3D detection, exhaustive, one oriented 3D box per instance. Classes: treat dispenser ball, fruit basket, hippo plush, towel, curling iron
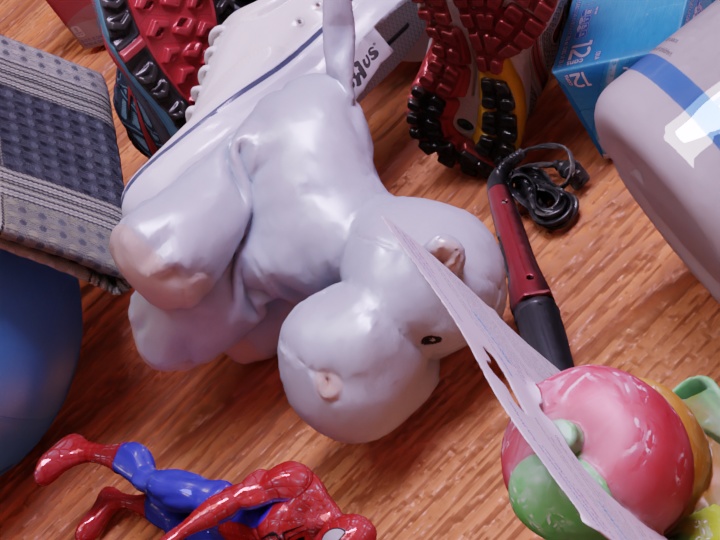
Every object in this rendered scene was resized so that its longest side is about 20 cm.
[{"bbox_3d":[-0.246,0.025,1.004,0.200,0.201,0.202,-22,39,20],"label":"treat dispenser ball"},{"bbox_3d":[0.092,0.083,0.668,0.094,0.200,0.185,-47,36,11],"label":"fruit basket"},{"bbox_3d":[0.000,0.000,0.913,0.161,0.159,0.200,38,83,26],"label":"hippo plush"},{"bbox_3d":[-0.210,-0.073,0.959,0.035,0.199,0.193,-54,31,27],"label":"towel"},{"bbox_3d":[0.088,0.009,0.890,0.049,0.026,0.201,-26,39,21],"label":"curling iron"}]

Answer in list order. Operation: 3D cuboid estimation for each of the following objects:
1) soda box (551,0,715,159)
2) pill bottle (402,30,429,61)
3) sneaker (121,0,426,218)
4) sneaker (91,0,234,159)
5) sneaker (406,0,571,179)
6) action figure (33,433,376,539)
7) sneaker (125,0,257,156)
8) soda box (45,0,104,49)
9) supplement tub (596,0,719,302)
[{"bbox_3d":[0.159,-0.154,0.971,0.067,0.064,0.201,-9,46,33],"label":"soda box"},{"bbox_3d":[0.053,-0.217,1.088,0.109,0.109,0.201,-1,51,39],"label":"pill bottle"},{"bbox_3d":[-0.054,-0.090,0.979,0.071,0.073,0.200,37,67,26],"label":"sneaker"},{"bbox_3d":[-0.112,-0.107,1.033,0.095,0.201,0.079,10,42,46],"label":"sneaker"},{"bbox_3d":[0.066,-0.140,0.940,0.077,0.201,0.082,23,54,9],"label":"sneaker"},{"bbox_3d":[-0.081,0.130,0.873,0.199,0.065,0.099,-1,42,41],"label":"action figure"},{"bbox_3d":[-0.065,-0.152,1.118,0.200,0.075,0.116,-51,12,40],"label":"sneaker"},{"bbox_3d":[-0.115,-0.206,1.248,0.199,0.070,0.064,-9,45,34],"label":"soda box"},{"bbox_3d":[0.209,-0.077,0.781,0.200,0.132,0.132,-39,37,1],"label":"supplement tub"}]
